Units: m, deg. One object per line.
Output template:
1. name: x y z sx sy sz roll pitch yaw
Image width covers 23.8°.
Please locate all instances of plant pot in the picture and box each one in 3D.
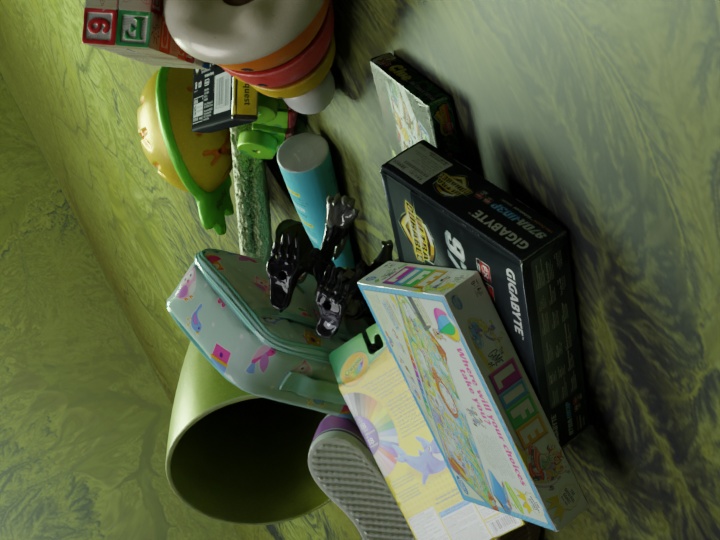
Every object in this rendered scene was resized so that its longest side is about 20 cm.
1. plant pot: -0.105 0.112 1.688 0.201 0.185 0.188 -101 0 -46

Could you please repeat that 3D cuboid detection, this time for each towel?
1. towel: -0.112 -0.077 1.784 0.149 0.036 0.203 91 174 -70

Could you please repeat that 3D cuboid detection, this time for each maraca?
1. maraca: -0.182 -0.137 1.893 0.138 0.106 0.202 -70 -36 -57

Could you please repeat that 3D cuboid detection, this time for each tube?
1. tube: -0.035 -0.047 1.667 0.201 0.050 0.078 73 171 -48

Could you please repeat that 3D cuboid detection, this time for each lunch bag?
1. lunch bag: -0.061 0.059 1.526 0.199 0.078 0.160 16 -159 -47

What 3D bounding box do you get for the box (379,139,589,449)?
1. box: 0.093 0.021 1.261 0.159 0.046 0.201 37 151 41

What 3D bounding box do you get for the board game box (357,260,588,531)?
1. board game box: 0.082 0.091 1.272 0.134 0.034 0.202 9 128 62

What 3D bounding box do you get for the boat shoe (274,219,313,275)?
1. boat shoe: -0.047 0.045 1.806 0.063 0.072 0.203 -141 32 -73

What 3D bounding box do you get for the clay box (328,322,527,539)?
1. clay box: 0.062 0.133 1.419 0.114 0.047 0.202 -32 81 38

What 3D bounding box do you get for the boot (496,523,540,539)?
1. boot: 0.088 0.175 1.521 0.166 0.072 0.202 46 147 36

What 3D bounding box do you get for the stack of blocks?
1. stack of blocks: -0.175 -0.239 1.459 0.200 0.058 0.117 -7 -79 -81

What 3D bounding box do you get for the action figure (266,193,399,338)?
1. action figure: 0.000 0.000 1.500 0.118 0.103 0.200 29 -165 18

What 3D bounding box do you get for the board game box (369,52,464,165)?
1. board game box: 0.057 -0.064 1.343 0.105 0.023 0.202 42 153 51

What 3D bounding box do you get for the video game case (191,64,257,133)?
1. video game case: -0.124 -0.223 1.567 0.200 0.025 0.183 -175 86 -74

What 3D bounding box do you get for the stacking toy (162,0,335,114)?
1. stacking toy: -0.064 -0.191 1.425 0.147 0.145 0.200 54 180 34

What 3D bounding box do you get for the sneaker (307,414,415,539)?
1. sneaker: 0.029 0.211 1.569 0.202 0.072 0.114 58 -168 -11

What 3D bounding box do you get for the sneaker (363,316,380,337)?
1. sneaker: 0.002 0.093 1.698 0.080 0.075 0.201 55 162 40

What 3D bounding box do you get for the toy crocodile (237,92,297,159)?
1. toy crocodile: -0.082 -0.156 1.620 0.200 0.061 0.068 101 180 -69
